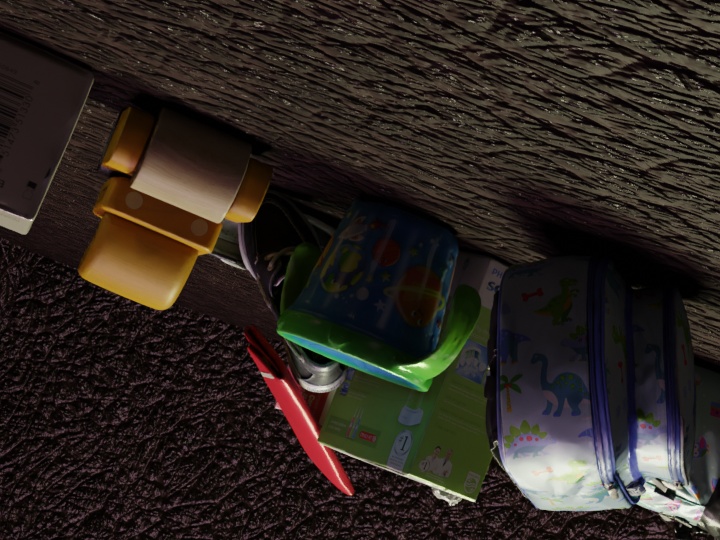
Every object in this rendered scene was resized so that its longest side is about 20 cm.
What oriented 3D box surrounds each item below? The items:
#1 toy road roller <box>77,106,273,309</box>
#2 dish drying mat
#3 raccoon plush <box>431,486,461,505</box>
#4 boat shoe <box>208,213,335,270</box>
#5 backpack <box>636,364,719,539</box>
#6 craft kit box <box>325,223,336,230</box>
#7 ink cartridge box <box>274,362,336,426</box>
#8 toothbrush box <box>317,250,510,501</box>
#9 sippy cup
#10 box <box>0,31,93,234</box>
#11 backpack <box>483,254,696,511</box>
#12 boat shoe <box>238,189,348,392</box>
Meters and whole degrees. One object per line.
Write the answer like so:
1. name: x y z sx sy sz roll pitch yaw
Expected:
1. toy road roller: -0.162 -0.046 1.533 0.123 0.146 0.200 22 174 -12
2. dish drying mat: -0.057 0.132 1.708 0.077 0.018 0.200 46 167 40
3. raccoon plush: 0.158 0.126 1.672 0.134 0.200 0.097 -1 158 47
4. boat shoe: -0.099 -0.027 1.745 0.200 0.060 0.076 22 129 -1
5. backpack: 0.280 0.145 1.761 0.200 0.167 0.127 24 155 5
6. craft kit box: 0.000 0.000 1.881 0.197 0.049 0.200 19 174 0
7. ink cartridge box: 0.035 0.106 1.815 0.200 0.083 0.147 22 -153 4
8. toothbrush box: 0.065 0.085 1.648 0.086 0.200 0.146 24 173 -34
9. sippy cup: 0.016 0.016 1.540 0.178 0.130 0.140 20 173 9
10. box: -0.292 -0.111 1.508 0.109 0.128 0.200 23 173 -10
11. backpack: 0.170 0.078 1.371 0.147 0.183 0.200 -5 165 16
12. boat shoe: -0.060 0.008 1.655 0.072 0.200 0.068 -14 157 -7
